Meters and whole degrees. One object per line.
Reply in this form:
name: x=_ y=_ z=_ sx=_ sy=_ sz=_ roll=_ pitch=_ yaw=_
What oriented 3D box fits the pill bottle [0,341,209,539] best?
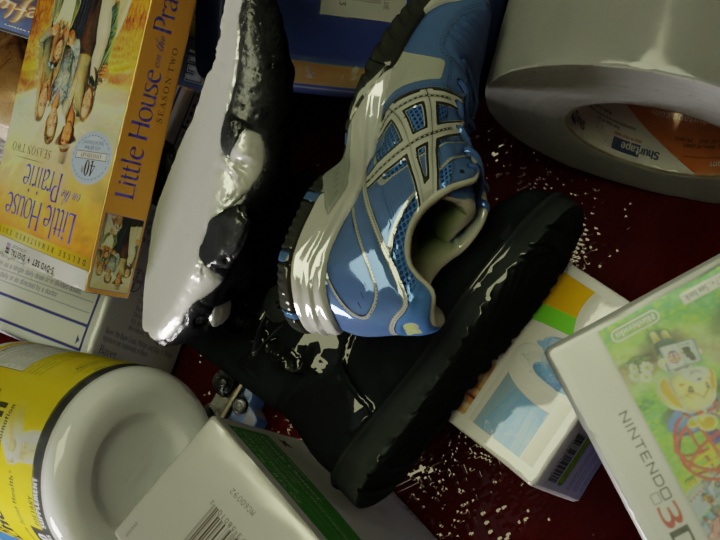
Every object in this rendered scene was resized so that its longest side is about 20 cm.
pill bottle: x=-0.184 y=0.102 z=0.730 sx=0.198 sy=0.111 sz=0.114 roll=4 pitch=76 yaw=45

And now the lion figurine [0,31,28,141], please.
lion figurine: x=-0.215 y=-0.103 z=0.801 sx=0.199 sy=0.073 sz=0.123 roll=31 pitch=80 yaw=13

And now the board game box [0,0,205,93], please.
board game box: x=-0.141 y=-0.169 z=0.812 sx=0.197 sy=0.136 sz=0.035 roll=17 pitch=117 yaw=-8

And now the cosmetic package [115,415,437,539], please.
cosmetic package: x=-0.031 y=0.156 z=0.679 sx=0.108 sy=0.200 sz=0.085 roll=44 pitch=96 yaw=24

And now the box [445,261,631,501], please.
box: x=0.067 y=0.028 z=0.728 sx=0.199 sy=0.101 sz=0.113 roll=35 pitch=91 yaw=27

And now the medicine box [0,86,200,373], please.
medicine box: x=-0.195 y=-0.045 z=0.862 sx=0.180 sy=0.103 sz=0.202 roll=17 pitch=82 yaw=26

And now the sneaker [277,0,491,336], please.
sneaker: x=0.032 y=-0.052 z=0.603 sx=0.076 sy=0.076 sz=0.202 roll=11 pitch=67 yaw=25

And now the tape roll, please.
tape roll: x=0.169 y=-0.099 z=0.665 sx=0.198 sy=0.200 sz=0.067 roll=13 pitch=80 yaw=26

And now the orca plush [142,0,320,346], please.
orca plush: x=-0.055 y=-0.058 z=0.632 sx=0.105 sy=0.070 sz=0.203 roll=6 pitch=89 yaw=55

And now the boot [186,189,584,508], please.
boot: x=0.000 y=0.000 z=0.664 sx=0.168 sy=0.076 sz=0.201 roll=42 pitch=101 yaw=23

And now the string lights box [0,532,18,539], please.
string lights box: x=-0.190 y=0.186 z=0.819 sx=0.102 sy=0.059 sz=0.203 roll=14 pitch=81 yaw=26

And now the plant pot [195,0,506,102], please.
plant pot: x=0.000 y=-0.209 z=0.709 sx=0.197 sy=0.202 sz=0.181 roll=6 pitch=37 yaw=-4

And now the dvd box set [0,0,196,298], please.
dvd box set: x=-0.148 y=-0.097 z=0.678 sx=0.146 sy=0.029 sz=0.203 roll=17 pitch=94 yaw=51

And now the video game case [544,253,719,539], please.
video game case: x=0.219 y=0.073 z=0.607 sx=0.198 sy=0.022 sz=0.184 roll=-29 pitch=80 yaw=7

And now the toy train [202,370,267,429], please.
toy train: x=-0.049 y=0.040 z=0.816 sx=0.045 sy=0.034 sz=0.201 roll=31 pitch=88 yaw=15
